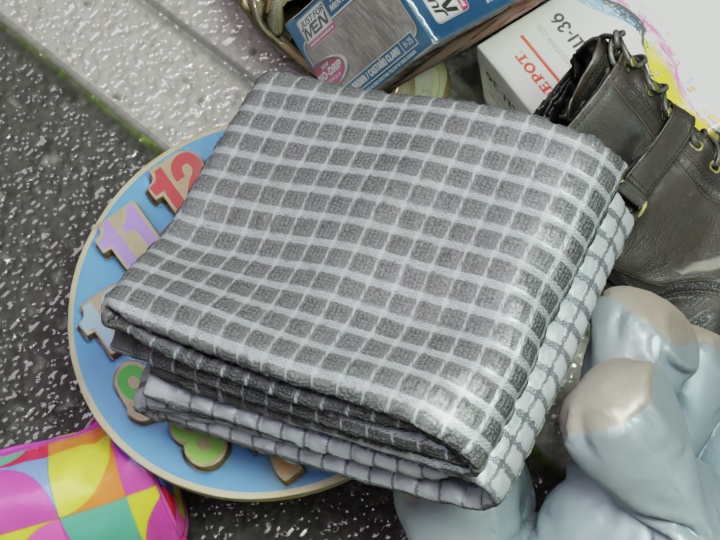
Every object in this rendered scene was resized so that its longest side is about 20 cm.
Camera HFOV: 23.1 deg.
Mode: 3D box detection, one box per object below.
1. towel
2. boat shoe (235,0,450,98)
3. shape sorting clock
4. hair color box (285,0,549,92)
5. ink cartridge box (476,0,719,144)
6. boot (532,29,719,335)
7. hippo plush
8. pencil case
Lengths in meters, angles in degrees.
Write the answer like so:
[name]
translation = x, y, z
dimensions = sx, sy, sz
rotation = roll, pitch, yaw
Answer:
[towel]
translation = 0.000, 0.000, 0.779
dimensions = 0.200, 0.086, 0.166
rotation = 14, 63, 25
[boat shoe]
translation = -0.032, -0.156, 0.992
dimensions = 0.072, 0.065, 0.200
rotation = -47, 69, 15
[shape sorting clock]
translation = -0.047, 0.015, 0.864
dimensions = 0.200, 0.039, 0.200
rotation = -4, 65, 10
[hair color box]
translation = 0.067, -0.160, 0.923
dimensions = 0.200, 0.100, 0.061
rotation = -32, 89, -33
[ink cartridge box]
translation = 0.144, -0.095, 0.945
dimensions = 0.200, 0.068, 0.117
rotation = -33, 66, -6
[boot]
translation = 0.171, -0.054, 0.866
dimensions = 0.200, 0.069, 0.174
rotation = -48, 111, -6
[hippo plush]
translation = 0.107, 0.118, 0.833
dimensions = 0.161, 0.159, 0.200
rotation = -22, 97, 29
[pencil case]
translation = -0.183, 0.128, 0.894
dimensions = 0.200, 0.088, 0.088
rotation = -19, 65, 0
